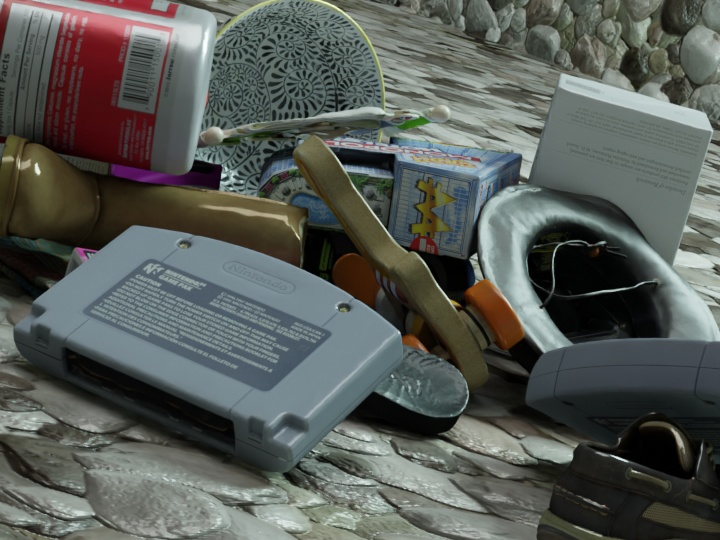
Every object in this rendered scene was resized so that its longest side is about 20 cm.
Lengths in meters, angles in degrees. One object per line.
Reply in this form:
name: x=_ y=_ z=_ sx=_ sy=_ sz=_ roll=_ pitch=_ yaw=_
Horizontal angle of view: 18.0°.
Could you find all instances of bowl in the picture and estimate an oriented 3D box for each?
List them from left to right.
bowl: x=-0.087 y=-0.128 z=1.836 sx=0.200 sy=0.202 sz=0.094 roll=6 pitch=10 yaw=-38

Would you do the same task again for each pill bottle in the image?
pill bottle: x=-0.201 y=-0.134 z=1.502 sx=0.199 sy=0.113 sz=0.112 roll=11 pitch=12 yaw=-2

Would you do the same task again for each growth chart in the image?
growth chart: x=-0.046 y=-0.105 z=1.704 sx=0.199 sy=0.018 sz=0.145 roll=-7 pitch=-1 yaw=-14

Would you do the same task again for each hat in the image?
hat: x=0.148 y=0.037 z=1.571 sx=0.200 sy=0.081 sz=0.201 roll=21 pitch=41 yaw=-19

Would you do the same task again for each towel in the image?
towel: x=-0.158 y=0.002 z=1.561 sx=0.199 sy=0.022 sz=0.146 roll=6 pitch=14 yaw=-37

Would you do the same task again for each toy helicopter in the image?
toy helicopter: x=0.020 y=-0.003 z=1.511 sx=0.200 sy=0.079 sz=0.132 roll=54 pitch=-7 yaw=2

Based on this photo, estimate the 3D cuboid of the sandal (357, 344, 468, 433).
sandal: x=-0.024 y=0.041 z=1.391 sx=0.199 sy=0.048 sz=0.076 roll=16 pitch=39 yaw=-12

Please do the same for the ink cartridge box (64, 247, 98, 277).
ink cartridge box: x=-0.085 y=0.032 z=1.456 sx=0.199 sy=0.037 sz=0.095 roll=11 pitch=19 yaw=-28

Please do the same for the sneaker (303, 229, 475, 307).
sneaker: x=0.000 y=0.000 z=1.678 sx=0.199 sy=0.071 sz=0.082 roll=18 pitch=19 yaw=35

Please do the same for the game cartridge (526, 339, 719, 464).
game cartridge: x=0.199 y=0.080 z=1.347 sx=0.133 sy=0.042 sz=0.199 roll=32 pitch=-21 yaw=-32

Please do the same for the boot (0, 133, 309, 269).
boot: x=-0.134 y=-0.038 z=1.484 sx=0.199 sy=0.067 sz=0.175 roll=10 pitch=0 yaw=0

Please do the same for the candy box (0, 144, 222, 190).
candy box: x=-0.222 y=-0.071 z=1.671 sx=0.199 sy=0.061 sz=0.136 roll=16 pitch=8 yaw=32

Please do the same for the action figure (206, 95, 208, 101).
action figure: x=-0.162 y=-0.125 z=1.699 sx=0.052 sy=0.066 sz=0.200 roll=33 pitch=-7 yaw=-29

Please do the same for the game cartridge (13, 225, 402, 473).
game cartridge: x=-0.083 y=0.039 z=1.306 sx=0.199 sy=0.042 sz=0.133 roll=21 pitch=37 yaw=28

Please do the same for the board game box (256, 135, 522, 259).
board game box: x=0.024 y=-0.058 z=1.631 sx=0.199 sy=0.062 sz=0.200 roll=7 pitch=8 yaw=-3

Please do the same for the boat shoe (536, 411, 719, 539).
boat shoe: x=0.175 y=0.123 z=1.276 sx=0.074 sy=0.074 sz=0.200 roll=22 pitch=13 yaw=31

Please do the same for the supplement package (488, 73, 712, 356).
supplement package: x=0.176 y=-0.031 z=1.691 sx=0.119 sy=0.201 sz=0.121 roll=15 pitch=10 yaw=3
